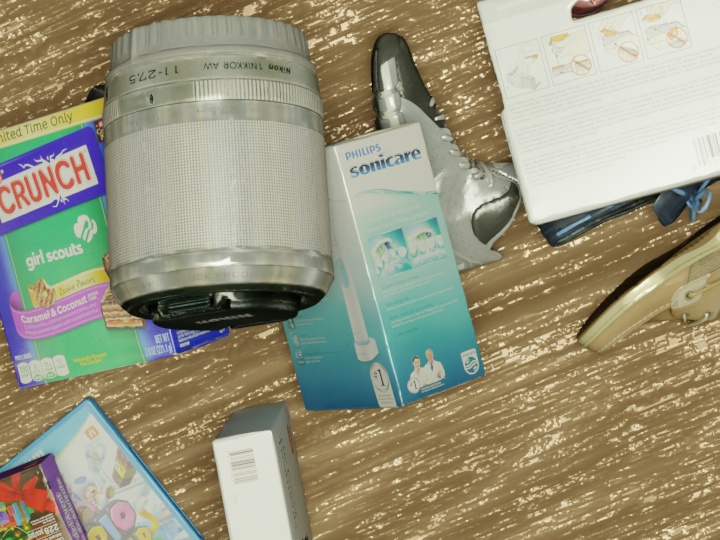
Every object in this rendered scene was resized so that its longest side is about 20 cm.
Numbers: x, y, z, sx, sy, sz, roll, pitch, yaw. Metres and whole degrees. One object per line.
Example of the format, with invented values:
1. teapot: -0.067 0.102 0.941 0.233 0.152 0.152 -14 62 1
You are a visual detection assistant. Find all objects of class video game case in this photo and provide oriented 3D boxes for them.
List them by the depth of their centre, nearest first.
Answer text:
1. video game case: -0.214 0.225 1.562 0.143 0.018 0.200 -38 92 5

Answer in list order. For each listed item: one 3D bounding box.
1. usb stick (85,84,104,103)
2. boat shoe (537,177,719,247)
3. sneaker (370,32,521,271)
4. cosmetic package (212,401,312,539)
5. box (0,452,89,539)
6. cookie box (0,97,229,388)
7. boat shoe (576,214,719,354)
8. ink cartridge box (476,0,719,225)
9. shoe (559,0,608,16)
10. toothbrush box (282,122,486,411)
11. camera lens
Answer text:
1. usb stick: -0.142 -0.078 1.491 0.199 0.033 0.056 36 122 23
2. boat shoe: 0.234 -0.064 1.499 0.199 0.084 0.069 -16 75 17
3. sneaker: 0.074 -0.095 1.507 0.114 0.075 0.202 -10 104 -2
4. cosmetic package: -0.067 0.213 1.490 0.051 0.151 0.202 -10 94 1
5. box: -0.313 0.247 1.542 0.199 0.039 0.138 -22 96 11
6. cookie box: -0.210 -0.025 1.481 0.170 0.075 0.202 -13 93 33
7. boat shoe: 0.262 0.012 1.503 0.199 0.071 0.065 -35 92 3
8. ink cartridge box: 0.202 -0.143 1.441 0.198 0.044 0.175 -15 88 11
9. shoe: 0.118 -0.274 1.475 0.200 0.091 0.072 41 95 -2
10. toothbrush box: 0.000 0.000 1.466 0.085 0.146 0.202 -19 94 -32
11. camera lens: -0.102 -0.064 1.359 0.158 0.160 0.202 -4 80 2
